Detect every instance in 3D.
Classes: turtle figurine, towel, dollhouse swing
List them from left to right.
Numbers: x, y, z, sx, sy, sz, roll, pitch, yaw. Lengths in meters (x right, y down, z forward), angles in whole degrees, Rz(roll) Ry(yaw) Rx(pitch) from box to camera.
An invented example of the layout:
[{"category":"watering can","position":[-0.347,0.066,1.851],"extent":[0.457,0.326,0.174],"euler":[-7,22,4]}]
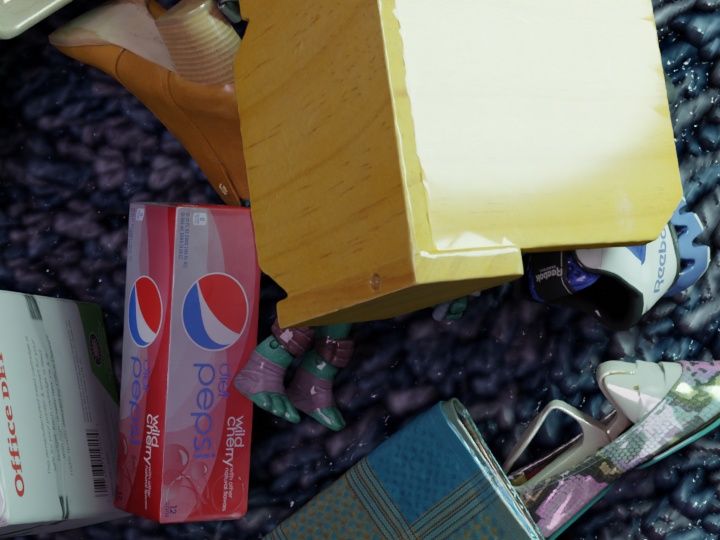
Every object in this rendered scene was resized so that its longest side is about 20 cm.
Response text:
[{"category":"turtle figurine","position":[0.000,0.000,1.257],"extent":[0.101,0.149,0.201],"euler":[36,101,48]},{"category":"towel","position":[0.026,0.190,1.250],"extent":[0.200,0.022,0.147],"euler":[-40,76,27]},{"category":"dollhouse swing","position":[0.054,-0.082,1.149],"extent":[0.181,0.175,0.201],"euler":[-19,76,50]}]

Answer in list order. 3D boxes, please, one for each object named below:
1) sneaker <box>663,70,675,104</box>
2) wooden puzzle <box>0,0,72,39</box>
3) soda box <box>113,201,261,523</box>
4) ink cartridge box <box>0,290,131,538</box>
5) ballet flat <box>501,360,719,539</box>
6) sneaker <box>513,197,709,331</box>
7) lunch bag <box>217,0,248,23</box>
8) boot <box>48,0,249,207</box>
[{"category":"sneaker","position":[0.103,-0.123,1.271],"extent":[0.199,0.074,0.087],"euler":[20,102,20]},{"category":"wooden puzzle","position":[-0.229,-0.254,1.311],"extent":[0.185,0.037,0.200],"euler":[42,51,14]},{"category":"soda box","position":[-0.110,0.058,1.276],"extent":[0.063,0.070,0.201],"euler":[6,94,54]},{"category":"ink cartridge box","position":[-0.225,0.093,1.256],"extent":[0.084,0.200,0.147],"euler":[-14,81,15]},{"category":"ballet flat","position":[0.149,0.102,1.227],"extent":[0.200,0.069,0.071],"euler":[-38,96,11]},{"category":"sneaker","position":[0.129,-0.045,1.185],"extent":[0.080,0.115,0.200],"euler":[-18,110,43]},{"category":"lunch bag","position":[-0.006,-0.249,1.241],"extent":[0.167,0.139,0.201],"euler":[-12,49,27]},{"category":"boot","position":[-0.121,-0.109,1.313],"extent":[0.071,0.201,0.144],"euler":[-39,116,-27]}]
